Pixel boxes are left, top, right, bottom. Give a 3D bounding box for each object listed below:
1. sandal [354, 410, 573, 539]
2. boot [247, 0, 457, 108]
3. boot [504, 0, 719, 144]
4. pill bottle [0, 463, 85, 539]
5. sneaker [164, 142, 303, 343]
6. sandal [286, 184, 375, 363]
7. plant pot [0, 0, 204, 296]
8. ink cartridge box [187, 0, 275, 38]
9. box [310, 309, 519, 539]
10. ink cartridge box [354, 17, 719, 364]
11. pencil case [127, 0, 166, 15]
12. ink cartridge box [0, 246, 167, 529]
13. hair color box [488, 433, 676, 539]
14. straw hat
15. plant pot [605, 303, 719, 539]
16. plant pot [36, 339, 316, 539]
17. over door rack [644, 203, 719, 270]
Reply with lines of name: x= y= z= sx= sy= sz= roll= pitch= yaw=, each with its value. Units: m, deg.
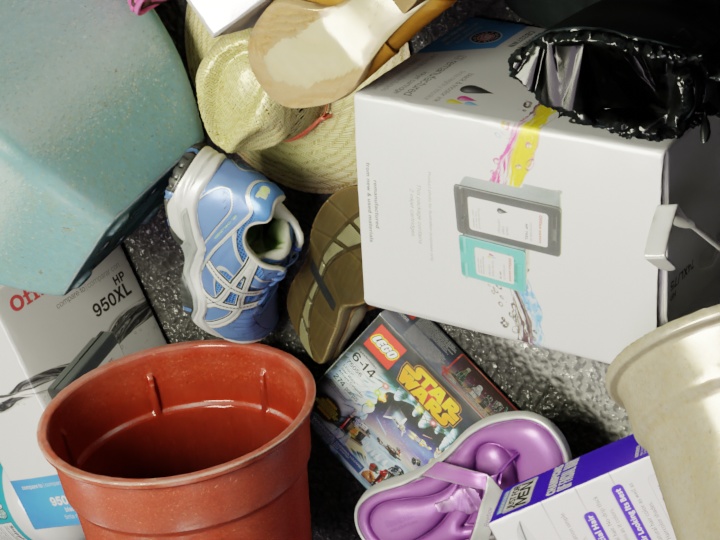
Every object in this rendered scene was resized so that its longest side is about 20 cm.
sandal: x=0.069 y=0.164 z=1.282 sx=0.203 sy=0.050 sz=0.082 roll=-35 pitch=93 yaw=40
boot: x=0.030 y=-0.171 z=1.089 sx=0.071 sy=0.144 sz=0.201 roll=56 pitch=144 yaw=-4
boot: x=0.136 y=-0.135 z=1.036 sx=0.198 sy=0.162 sz=0.073 roll=17 pitch=123 yaw=27
pill bottle: x=-0.283 y=0.185 z=1.565 sx=0.200 sy=0.111 sz=0.111 roll=-16 pitch=106 yaw=40
sneaker: x=-0.082 y=-0.005 z=1.300 sx=0.077 sy=0.076 sz=0.200 roll=20 pitch=152 yaw=20
sandal: x=0.000 y=0.000 z=1.289 sx=0.080 sy=0.054 sz=0.200 roll=64 pitch=153 yaw=20
plant pot: x=-0.229 y=-0.102 z=1.293 sx=0.200 sy=0.196 sz=0.196 roll=42 pitch=143 yaw=0
ink cartridge box: x=-0.079 y=-0.263 z=1.117 sx=0.129 sy=0.125 sz=0.200 roll=-33 pitch=92 yaw=17
box: x=0.058 y=0.131 z=1.333 sx=0.200 sy=0.040 sz=0.137 roll=46 pitch=132 yaw=5
ink cartridge box: x=0.120 y=-0.050 z=1.108 sx=0.200 sy=0.147 sz=0.146 roll=13 pitch=122 yaw=29
pencil case: x=-0.170 y=-0.275 z=1.228 sx=0.094 sy=0.091 sz=0.200 roll=-27 pitch=100 yaw=46
ink cartridge box: x=-0.227 y=0.079 z=1.437 sx=0.084 sy=0.145 sz=0.200 roll=-12 pitch=108 yaw=40
hair color box: x=0.197 y=0.161 z=1.190 sx=0.200 sy=0.065 sz=0.109 roll=-26 pitch=100 yaw=18
straw hat: x=-0.067 y=-0.127 z=1.240 sx=0.201 sy=0.085 sz=0.201 roll=17 pitch=125 yaw=27
plant pot: x=0.246 y=0.129 z=0.990 sx=0.200 sy=0.200 sz=0.184 roll=-30 pitch=58 yaw=43
plant pot: x=-0.119 y=0.184 z=1.344 sx=0.201 sy=0.201 sz=0.195 roll=9 pitch=120 yaw=32
over door rack: x=0.270 y=-0.020 z=1.005 sx=0.148 sy=0.200 sz=0.067 roll=-4 pitch=78 yaw=38
